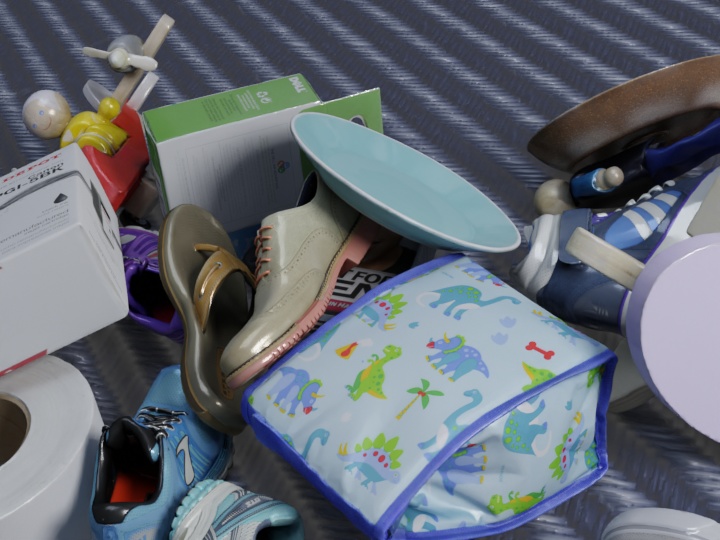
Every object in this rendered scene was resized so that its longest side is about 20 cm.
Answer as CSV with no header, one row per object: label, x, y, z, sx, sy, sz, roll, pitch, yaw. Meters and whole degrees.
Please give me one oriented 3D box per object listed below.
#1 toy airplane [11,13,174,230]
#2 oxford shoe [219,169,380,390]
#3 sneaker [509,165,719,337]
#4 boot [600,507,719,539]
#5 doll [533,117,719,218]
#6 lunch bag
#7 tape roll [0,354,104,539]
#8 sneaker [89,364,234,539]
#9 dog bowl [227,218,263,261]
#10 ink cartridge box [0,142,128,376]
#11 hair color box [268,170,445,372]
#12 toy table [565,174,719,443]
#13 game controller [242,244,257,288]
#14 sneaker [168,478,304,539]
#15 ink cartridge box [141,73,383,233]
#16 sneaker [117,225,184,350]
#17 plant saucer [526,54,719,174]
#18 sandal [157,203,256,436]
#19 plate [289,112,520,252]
toy airplane,-0.251,-0.133,1.179,0.198,0.140,0.203,-12,59,55
oxford shoe,-0.057,0.004,0.901,0.071,0.074,0.201,-36,14,41
sneaker,0.206,-0.034,1.008,0.145,0.081,0.200,21,51,32
boot,0.200,0.203,0.676,0.198,0.075,0.095,20,38,36
doll,0.239,-0.085,1.060,0.198,0.049,0.136,-24,-10,24
lunch bag,0.043,0.095,0.832,0.198,0.129,0.169,-20,34,-31
tape roll,-0.278,0.148,0.900,0.199,0.072,0.204,-7,34,5
sneaker,-0.139,0.127,0.871,0.077,0.091,0.201,-5,34,8
dog bowl,-0.126,-0.070,1.188,0.110,0.050,0.201,-17,35,-8
ink cartridge box,-0.266,-0.008,0.979,0.145,0.084,0.200,-26,26,-3
hair color box,0.000,0.000,1.009,0.097,0.061,0.202,9,45,14
toy table,0.234,0.034,0.840,0.184,0.199,0.117,-50,28,2
game controller,-0.009,-0.029,1.113,0.199,0.043,0.104,-34,55,-29
sneaker,-0.090,0.205,0.761,0.085,0.079,0.201,4,37,15
ink cartridge box,-0.080,-0.102,1.083,0.197,0.105,0.060,-16,38,-13
sneaker,-0.180,0.005,1.042,0.198,0.083,0.082,24,85,41
plant saucer,0.243,-0.127,1.092,0.197,0.037,0.201,-19,-10,-4
sandal,-0.103,0.028,0.946,0.054,0.080,0.202,-39,46,29
plate,0.031,-0.061,0.957,0.198,0.026,0.201,26,18,-9
